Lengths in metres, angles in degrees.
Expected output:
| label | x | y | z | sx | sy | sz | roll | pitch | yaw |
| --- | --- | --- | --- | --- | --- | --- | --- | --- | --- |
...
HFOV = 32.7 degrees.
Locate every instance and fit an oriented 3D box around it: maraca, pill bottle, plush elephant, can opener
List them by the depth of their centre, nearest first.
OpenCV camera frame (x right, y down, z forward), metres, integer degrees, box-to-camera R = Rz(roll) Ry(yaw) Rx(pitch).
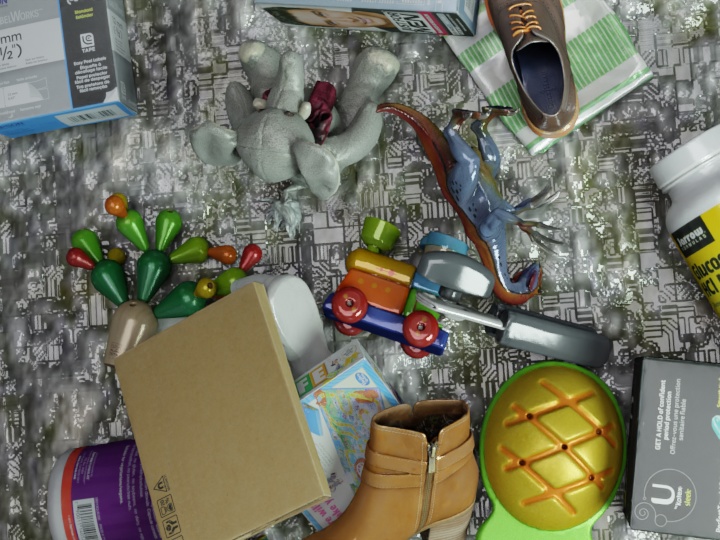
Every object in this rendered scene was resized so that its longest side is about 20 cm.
| label | x | y | z | sx | sy | sz | roll | pitch | yaw |
| --- | --- | --- | --- | --- | --- | --- | --- | --- | --- |
| pill bottle | 0.347 | -0.027 | 1.104 | 0.112 | 0.112 | 0.201 | -30 | 82 | 5 |
| maraca | 0.172 | 0.183 | 1.113 | 0.135 | 0.107 | 0.203 | 10 | 80 | 2 |
| can opener | 0.140 | 0.040 | 1.113 | 0.198 | 0.053 | 0.067 | 20 | 99 | -20 |
| pill bottle | -0.183 | 0.210 | 1.143 | 0.197 | 0.112 | 0.114 | -10 | 84 | 9 |
| plush elephant | -0.067 | -0.137 | 1.153 | 0.163 | 0.155 | 0.203 | 12 | 87 | 9 |

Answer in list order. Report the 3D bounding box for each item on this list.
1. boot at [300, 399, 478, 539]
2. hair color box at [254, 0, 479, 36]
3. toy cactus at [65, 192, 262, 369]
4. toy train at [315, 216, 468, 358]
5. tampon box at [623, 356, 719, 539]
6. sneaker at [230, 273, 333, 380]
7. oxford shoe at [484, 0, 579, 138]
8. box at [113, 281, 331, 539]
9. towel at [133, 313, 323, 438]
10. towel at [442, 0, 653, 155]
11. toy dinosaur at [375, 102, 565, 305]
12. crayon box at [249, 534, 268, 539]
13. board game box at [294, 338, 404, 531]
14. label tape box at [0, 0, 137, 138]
| label | x | y | z | sx | sy | sz | roll | pitch | yaw |
| --- | --- | --- | --- | --- | --- | --- | --- | --- | --- |
| boot | 0.015 | 0.198 | 1.068 | 0.198 | 0.077 | 0.157 | -12 | 126 | -15 |
| hair color box | 0.009 | -0.268 | 1.170 | 0.197 | 0.099 | 0.061 | 7 | 89 | 16 |
| toy cactus | -0.205 | 0.015 | 1.185 | 0.198 | 0.102 | 0.167 | 16 | 75 | 9 |
| toy train | 0.000 | 0.000 | 1.169 | 0.198 | 0.085 | 0.117 | 18 | 78 | 4 |
| tampon box | 0.338 | 0.160 | 1.084 | 0.197 | 0.126 | 0.152 | 5 | 86 | 10 |
| sneaker | -0.068 | 0.092 | 1.152 | 0.088 | 0.075 | 0.202 | 5 | 118 | 43 |
| oxford shoe | 0.161 | -0.227 | 1.146 | 0.071 | 0.073 | 0.202 | -19 | 82 | 9 |
| box | -0.124 | 0.134 | 1.063 | 0.162 | 0.021 | 0.202 | -28 | 67 | 18 |
| towel | -0.130 | 0.133 | 1.204 | 0.197 | 0.035 | 0.195 | -1 | 85 | 8 |
| towel | 0.171 | -0.231 | 1.192 | 0.152 | 0.023 | 0.201 | -34 | 82 | 6 |
| toy dinosaur | 0.118 | -0.062 | 1.159 | 0.198 | 0.105 | 0.184 | 10 | 106 | 29 |
| crayon box | -0.155 | 0.298 | 1.111 | 0.124 | 0.200 | 0.052 | -22 | 83 | 7 |
| board game box | -0.005 | 0.173 | 1.122 | 0.134 | 0.034 | 0.201 | -33 | 121 | 4 |
| label tape box | -0.314 | -0.249 | 1.246 | 0.141 | 0.066 | 0.203 | -9 | 86 | 8 |
